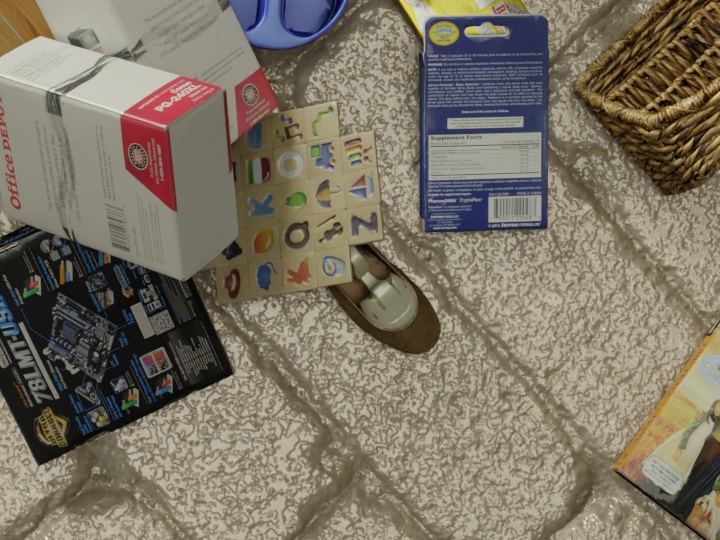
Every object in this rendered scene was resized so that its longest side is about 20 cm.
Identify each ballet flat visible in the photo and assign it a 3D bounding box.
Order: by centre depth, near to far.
[{"bbox_3d":[0.000,0.000,1.566,0.068,0.072,0.200,-41,92,-8],"label":"ballet flat"}]

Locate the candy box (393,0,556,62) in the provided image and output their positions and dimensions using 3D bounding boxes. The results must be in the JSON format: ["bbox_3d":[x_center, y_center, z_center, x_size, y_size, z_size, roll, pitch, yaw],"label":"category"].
[{"bbox_3d":[0.090,-0.258,1.612,0.102,0.026,0.201,-33,91,-9],"label":"candy box"}]

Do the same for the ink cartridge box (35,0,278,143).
[{"bbox_3d":[-0.177,-0.195,1.475,0.146,0.084,0.201,-44,116,-48],"label":"ink cartridge box"}]

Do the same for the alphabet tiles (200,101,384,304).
[{"bbox_3d":[-0.075,-0.061,1.544,0.199,0.006,0.168,-9,79,20],"label":"alphabet tiles"}]

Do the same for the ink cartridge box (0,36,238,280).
[{"bbox_3d":[-0.207,-0.096,1.401,0.199,0.146,0.083,19,40,28],"label":"ink cartridge box"}]

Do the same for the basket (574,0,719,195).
[{"bbox_3d":[0.320,-0.189,1.575,0.200,0.143,0.149,-42,93,-7],"label":"basket"}]

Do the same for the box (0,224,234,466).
[{"bbox_3d":[-0.241,0.044,1.524,0.198,0.050,0.201,-25,108,-6],"label":"box"}]

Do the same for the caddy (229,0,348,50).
[{"bbox_3d":[-0.076,-0.298,1.555,0.140,0.105,0.202,4,86,-7],"label":"caddy"}]

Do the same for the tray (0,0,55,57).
[{"bbox_3d":[-0.329,-0.266,1.485,0.200,0.099,0.037,50,123,1],"label":"tray"}]

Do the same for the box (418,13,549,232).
[{"bbox_3d":[0.115,-0.138,1.584,0.120,0.032,0.202,-2,103,-6],"label":"box"}]

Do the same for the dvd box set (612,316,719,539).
[{"bbox_3d":[0.355,0.152,1.618,0.146,0.029,0.200,38,84,-3],"label":"dvd box set"}]
